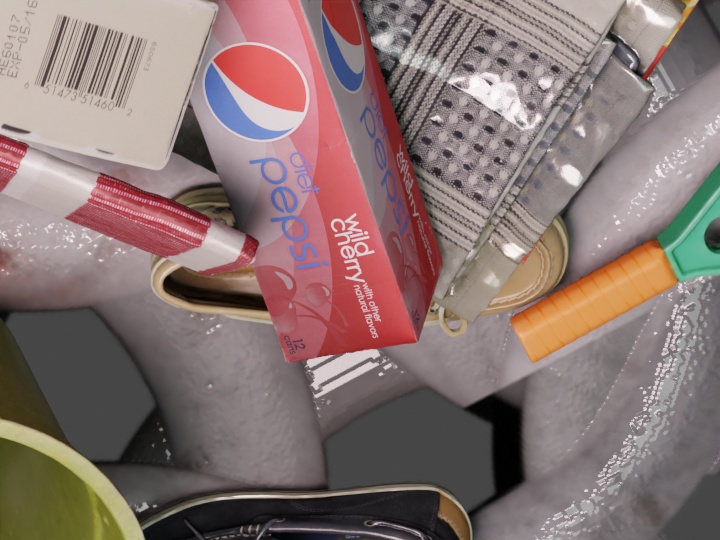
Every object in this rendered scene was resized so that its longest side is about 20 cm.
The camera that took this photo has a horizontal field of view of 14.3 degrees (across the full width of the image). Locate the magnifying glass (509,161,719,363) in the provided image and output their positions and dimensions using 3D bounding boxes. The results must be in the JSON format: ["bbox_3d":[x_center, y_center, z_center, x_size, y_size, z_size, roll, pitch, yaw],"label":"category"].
[{"bbox_3d":[0.163,-0.015,1.346,0.199,0.022,0.080,-28,117,3],"label":"magnifying glass"}]

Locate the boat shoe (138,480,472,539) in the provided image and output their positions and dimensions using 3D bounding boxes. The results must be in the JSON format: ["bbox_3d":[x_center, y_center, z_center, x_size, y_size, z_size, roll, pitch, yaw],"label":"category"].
[{"bbox_3d":[-0.043,0.150,1.414,0.199,0.062,0.075,-9,116,5],"label":"boat shoe"}]

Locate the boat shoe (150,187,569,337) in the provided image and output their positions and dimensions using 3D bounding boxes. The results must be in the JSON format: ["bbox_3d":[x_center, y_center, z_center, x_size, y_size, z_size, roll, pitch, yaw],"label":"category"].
[{"bbox_3d":[0.000,0.000,1.346,0.199,0.063,0.074,-2,113,0],"label":"boat shoe"}]

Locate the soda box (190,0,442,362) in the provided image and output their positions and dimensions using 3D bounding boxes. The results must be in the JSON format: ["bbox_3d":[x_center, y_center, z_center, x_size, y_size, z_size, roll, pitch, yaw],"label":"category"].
[{"bbox_3d":[-0.026,-0.064,1.204,0.063,0.070,0.201,-10,118,19],"label":"soda box"}]

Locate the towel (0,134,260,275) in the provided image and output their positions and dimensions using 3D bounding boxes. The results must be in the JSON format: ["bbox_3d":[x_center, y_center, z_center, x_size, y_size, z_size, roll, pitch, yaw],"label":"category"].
[{"bbox_3d":[-0.142,-0.045,1.192,0.199,0.144,0.023,22,86,-8],"label":"towel"}]

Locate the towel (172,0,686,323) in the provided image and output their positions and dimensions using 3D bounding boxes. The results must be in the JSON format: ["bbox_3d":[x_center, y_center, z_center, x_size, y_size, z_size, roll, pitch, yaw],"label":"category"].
[{"bbox_3d":[0.015,-0.087,1.237,0.199,0.035,0.193,28,120,-8],"label":"towel"}]

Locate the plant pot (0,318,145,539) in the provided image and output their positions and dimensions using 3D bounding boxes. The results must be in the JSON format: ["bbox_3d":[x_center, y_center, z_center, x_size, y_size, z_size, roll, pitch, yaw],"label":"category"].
[{"bbox_3d":[-0.207,0.100,1.310,0.199,0.190,0.201,-6,120,-11],"label":"plant pot"}]

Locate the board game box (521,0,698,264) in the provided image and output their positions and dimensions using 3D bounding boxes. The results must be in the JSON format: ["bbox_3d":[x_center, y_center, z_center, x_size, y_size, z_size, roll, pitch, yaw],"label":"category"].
[{"bbox_3d":[0.058,-0.121,1.258,0.151,0.046,0.200,27,120,-7],"label":"board game box"}]

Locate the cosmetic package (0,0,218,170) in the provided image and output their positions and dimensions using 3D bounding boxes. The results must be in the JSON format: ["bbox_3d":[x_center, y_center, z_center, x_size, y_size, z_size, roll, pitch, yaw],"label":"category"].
[{"bbox_3d":[-0.156,-0.109,1.147,0.103,0.200,0.073,13,101,-39],"label":"cosmetic package"}]
